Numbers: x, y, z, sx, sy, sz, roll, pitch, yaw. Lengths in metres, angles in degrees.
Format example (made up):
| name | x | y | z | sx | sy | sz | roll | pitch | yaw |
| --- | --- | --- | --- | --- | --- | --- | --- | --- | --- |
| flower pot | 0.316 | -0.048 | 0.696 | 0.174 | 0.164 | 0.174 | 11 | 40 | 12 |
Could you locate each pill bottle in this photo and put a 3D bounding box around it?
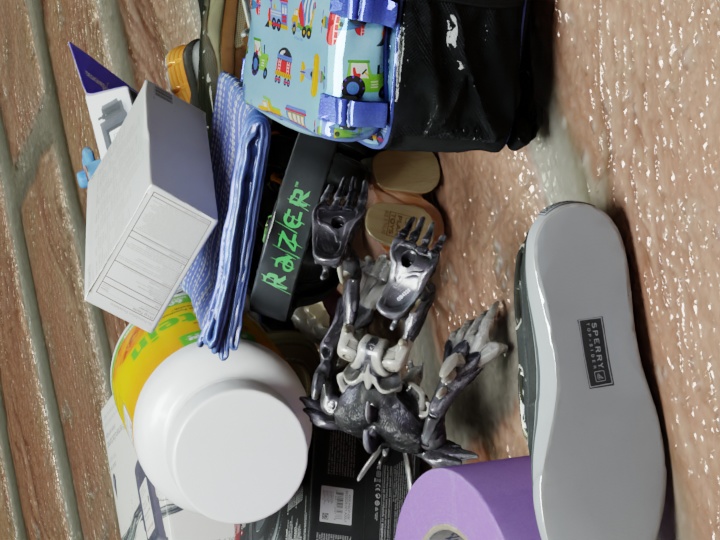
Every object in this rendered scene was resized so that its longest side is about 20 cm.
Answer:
| name | x | y | z | sx | sy | sz | roll | pitch | yaw |
| --- | --- | --- | --- | --- | --- | --- | --- | --- | --- |
| pill bottle | -0.091 | 0.088 | 1.485 | 0.200 | 0.110 | 0.112 | -136 | 44 | -72 |

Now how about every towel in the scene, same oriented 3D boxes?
| name | x | y | z | sx | sy | sz | roll | pitch | yaw |
| --- | --- | --- | --- | --- | --- | --- | --- | --- | --- |
| towel | -0.085 | -0.038 | 1.435 | 0.200 | 0.024 | 0.146 | -128 | 47 | -75 |

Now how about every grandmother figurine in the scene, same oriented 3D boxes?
| name | x | y | z | sx | sy | sz | roll | pitch | yaw |
| --- | --- | --- | --- | --- | --- | --- | --- | --- | --- |
| grandmother figurine | 0.000 | 0.000 | 1.510 | 0.200 | 0.060 | 0.122 | 126 | 162 | -64 |

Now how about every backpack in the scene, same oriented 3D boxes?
| name | x | y | z | sx | sy | sz | roll | pitch | yaw |
| --- | --- | --- | --- | --- | --- | --- | --- | --- | --- |
| backpack | 0.019 | -0.177 | 1.304 | 0.182 | 0.133 | 0.202 | -144 | 57 | -60 |

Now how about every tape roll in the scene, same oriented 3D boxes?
| name | x | y | z | sx | sy | sz | roll | pitch | yaw |
| --- | --- | --- | --- | --- | --- | --- | --- | --- | --- |
| tape roll | 0.083 | 0.206 | 1.326 | 0.200 | 0.065 | 0.202 | 174 | 90 | -68 |

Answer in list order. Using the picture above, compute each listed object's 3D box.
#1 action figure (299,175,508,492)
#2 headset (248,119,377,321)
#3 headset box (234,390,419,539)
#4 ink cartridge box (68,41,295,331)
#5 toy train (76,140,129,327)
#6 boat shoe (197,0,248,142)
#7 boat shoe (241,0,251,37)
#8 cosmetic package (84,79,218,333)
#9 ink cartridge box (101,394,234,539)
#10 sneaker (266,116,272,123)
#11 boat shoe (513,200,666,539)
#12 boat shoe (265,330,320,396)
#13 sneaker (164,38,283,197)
| name | x | y | z | sx | sy | sz | roll | pitch | yaw |
| --- | --- | --- | --- | --- | --- | --- | --- | --- | --- |
| action figure | 0.023 | 0.040 | 1.369 | 0.118 | 0.102 | 0.201 | 22 | 144 | 22 |
| headset | -0.045 | -0.046 | 1.420 | 0.200 | 0.093 | 0.125 | -66 | -7 | -75 |
| headset box | -0.029 | 0.179 | 1.551 | 0.200 | 0.077 | 0.150 | 131 | 145 | -63 |
| ink cartridge box | -0.121 | -0.050 | 1.669 | 0.198 | 0.043 | 0.201 | 36 | -148 | -61 |
| toy train | -0.162 | -0.019 | 1.832 | 0.115 | 0.086 | 0.201 | -116 | 13 | -50 |
| boat shoe | -0.073 | -0.160 | 1.608 | 0.076 | 0.073 | 0.202 | 109 | 159 | -69 |
| boat shoe | -0.045 | -0.168 | 1.551 | 0.068 | 0.073 | 0.201 | 129 | 120 | -81 |
| cosmetic package | -0.128 | -0.042 | 1.451 | 0.083 | 0.050 | 0.200 | -56 | 17 | 16 |
| ink cartridge box | -0.135 | 0.180 | 1.858 | 0.145 | 0.084 | 0.202 | 132 | 130 | -63 |
| sneaker | 0.000 | -0.182 | 1.460 | 0.099 | 0.070 | 0.202 | 15 | 93 | 41 |
| boat shoe | 0.114 | 0.066 | 1.221 | 0.057 | 0.068 | 0.202 | 142 | 126 | -75 |
| boat shoe | -0.061 | 0.114 | 1.669 | 0.201 | 0.071 | 0.065 | 98 | 165 | -55 |
| sneaker | -0.075 | -0.089 | 1.649 | 0.078 | 0.077 | 0.201 | 31 | -146 | -59 |
